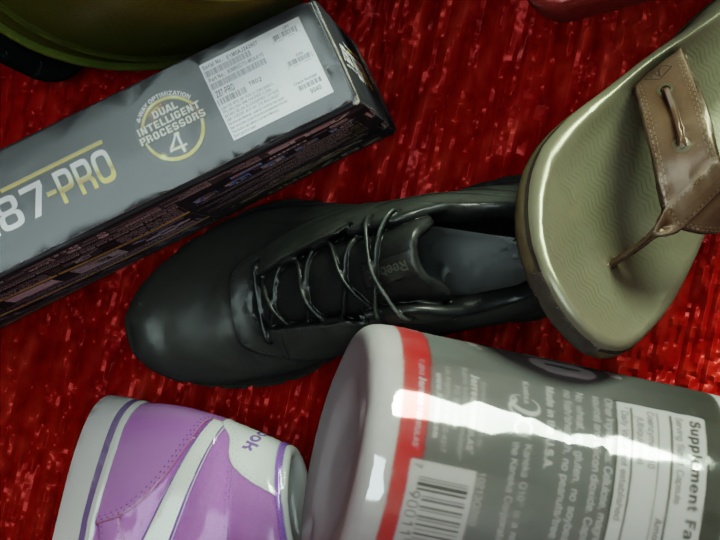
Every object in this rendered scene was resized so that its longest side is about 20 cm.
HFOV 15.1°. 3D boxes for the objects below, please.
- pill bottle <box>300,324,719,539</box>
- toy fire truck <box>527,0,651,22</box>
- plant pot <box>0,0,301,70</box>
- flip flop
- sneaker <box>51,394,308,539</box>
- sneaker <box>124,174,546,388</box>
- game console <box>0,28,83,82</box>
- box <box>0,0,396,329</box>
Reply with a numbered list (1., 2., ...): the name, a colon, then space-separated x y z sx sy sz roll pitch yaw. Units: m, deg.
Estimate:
1. pill bottle: 0.085 0.094 1.043 0.200 0.114 0.114 12 89 -10
2. toy fire truck: 0.104 -0.205 1.048 0.168 0.112 0.200 -14 79 16
3. plant pot: -0.067 -0.168 1.012 0.200 0.193 0.201 -2 98 -16
4. flip flop: 0.132 -0.048 1.047 0.200 0.058 0.081 -43 102 -28
5. sneaker: -0.073 0.157 1.083 0.114 0.073 0.201 12 89 16
6. sneaker: 0.000 0.000 1.082 0.200 0.091 0.076 -15 89 6
7. game console: -0.168 -0.205 1.143 0.176 0.116 0.200 25 91 -24
8. box: -0.088 -0.034 1.056 0.200 0.161 0.049 -26 84 5
